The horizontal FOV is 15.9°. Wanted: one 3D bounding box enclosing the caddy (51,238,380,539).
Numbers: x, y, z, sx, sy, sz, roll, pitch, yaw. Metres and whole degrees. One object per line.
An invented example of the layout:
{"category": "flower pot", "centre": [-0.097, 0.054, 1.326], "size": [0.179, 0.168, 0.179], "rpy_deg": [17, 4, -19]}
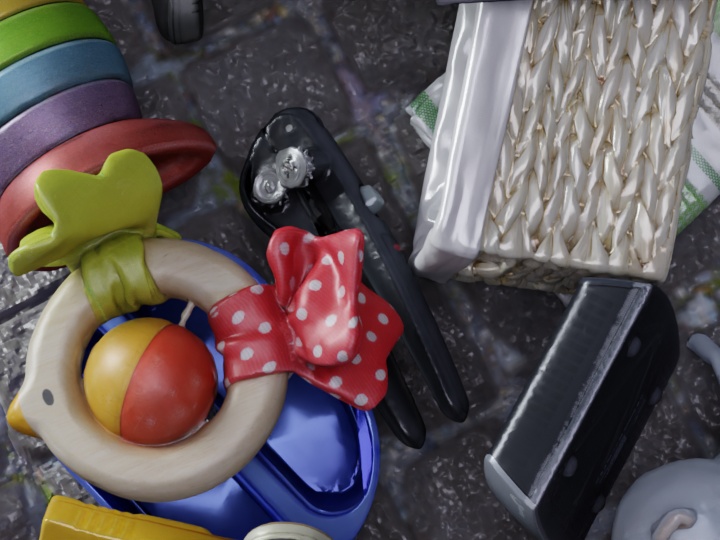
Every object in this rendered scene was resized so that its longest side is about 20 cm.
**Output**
{"category": "caddy", "centre": [-0.080, 0.077, 1.342], "size": [0.141, 0.105, 0.200], "rpy_deg": [-44, 86, -3]}

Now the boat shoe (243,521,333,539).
{"category": "boat shoe", "centre": [-0.037, 0.217, 1.263], "size": [0.072, 0.065, 0.201], "rpy_deg": [8, 121, 4]}

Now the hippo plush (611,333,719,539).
{"category": "hippo plush", "centre": [0.207, 0.110, 1.272], "size": [0.160, 0.159, 0.200], "rpy_deg": [-30, 75, -32]}

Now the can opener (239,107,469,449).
{"category": "can opener", "centre": [0.000, 0.000, 1.335], "size": [0.063, 0.079, 0.200], "rpy_deg": [-42, 63, 18]}

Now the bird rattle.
{"category": "bird rattle", "centre": [-0.086, 0.037, 1.270], "size": [0.199, 0.113, 0.164], "rpy_deg": [26, 81, 1]}

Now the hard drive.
{"category": "hard drive", "centre": [0.113, 0.072, 1.298], "size": [0.042, 0.200, 0.135], "rpy_deg": [27, 85, 15]}

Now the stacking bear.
{"category": "stacking bear", "centre": [-0.186, -0.117, 1.362], "size": [0.121, 0.114, 0.201], "rpy_deg": [-35, 75, 18]}

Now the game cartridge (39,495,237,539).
{"category": "game cartridge", "centre": [-0.075, 0.211, 1.322], "size": [0.199, 0.032, 0.177], "rpy_deg": [14, 121, 2]}

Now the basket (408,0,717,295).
{"category": "basket", "centre": [0.106, -0.088, 1.316], "size": [0.123, 0.136, 0.201], "rpy_deg": [11, 83, -3]}

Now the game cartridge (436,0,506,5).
{"category": "game cartridge", "centre": [0.099, -0.196, 1.245], "size": [0.199, 0.038, 0.130], "rpy_deg": [-4, 83, -1]}

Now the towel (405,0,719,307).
{"category": "towel", "centre": [0.143, -0.093, 1.400], "size": [0.200, 0.031, 0.149], "rpy_deg": [-41, 88, -6]}

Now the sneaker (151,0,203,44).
{"category": "sneaker", "centre": [-0.151, -0.210, 1.397], "size": [0.104, 0.060, 0.201], "rpy_deg": [-12, 79, -2]}
